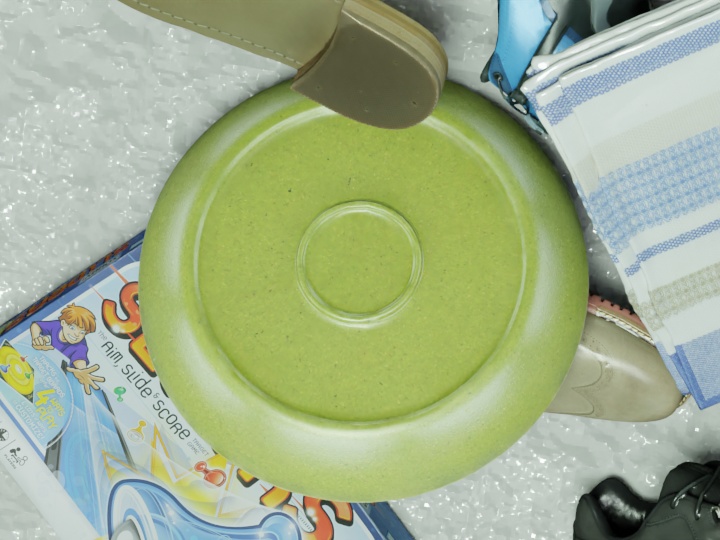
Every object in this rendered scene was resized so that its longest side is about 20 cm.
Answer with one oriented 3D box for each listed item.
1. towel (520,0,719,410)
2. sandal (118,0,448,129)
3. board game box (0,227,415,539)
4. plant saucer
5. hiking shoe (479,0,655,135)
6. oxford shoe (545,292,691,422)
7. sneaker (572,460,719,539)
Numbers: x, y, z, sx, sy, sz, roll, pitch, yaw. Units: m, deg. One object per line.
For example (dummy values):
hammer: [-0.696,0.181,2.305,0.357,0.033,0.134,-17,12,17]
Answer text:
towel: [0.167,-0.038,1.226,0.146,0.024,0.200,-23,127,9]
sandal: [-0.051,-0.142,1.266,0.211,0.070,0.078,32,135,-14]
board game box: [-0.085,0.090,1.387,0.135,0.034,0.200,-33,102,18]
plant saucer: [0.000,0.000,1.285,0.199,0.031,0.201,-1,74,4]
hiking shoe: [0.100,-0.081,1.288,0.086,0.074,0.201,-11,99,22]
oxford shoe: [0.049,0.047,1.323,0.199,0.075,0.071,9,135,9]
sneaker: [0.175,0.128,1.319,0.199,0.076,0.091,-8,100,35]
